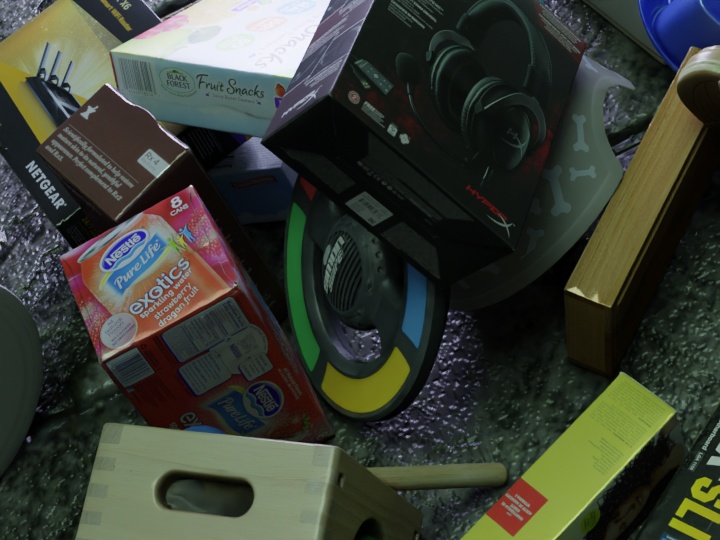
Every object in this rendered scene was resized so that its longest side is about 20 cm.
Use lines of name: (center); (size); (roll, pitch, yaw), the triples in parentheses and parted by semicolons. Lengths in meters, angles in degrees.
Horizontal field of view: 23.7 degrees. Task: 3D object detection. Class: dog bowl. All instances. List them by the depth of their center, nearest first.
dog bowl: (0.095, -0.071, 1.160); (0.200, 0.059, 0.201); (-39, 27, 24)

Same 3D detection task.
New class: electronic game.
electronic game: (0.000, 0.000, 1.141); (0.041, 0.201, 0.201); (-3, 44, -29)

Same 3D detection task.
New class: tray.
tray: (0.193, -0.038, 1.131); (0.037, 0.099, 0.201); (23, 67, 20)

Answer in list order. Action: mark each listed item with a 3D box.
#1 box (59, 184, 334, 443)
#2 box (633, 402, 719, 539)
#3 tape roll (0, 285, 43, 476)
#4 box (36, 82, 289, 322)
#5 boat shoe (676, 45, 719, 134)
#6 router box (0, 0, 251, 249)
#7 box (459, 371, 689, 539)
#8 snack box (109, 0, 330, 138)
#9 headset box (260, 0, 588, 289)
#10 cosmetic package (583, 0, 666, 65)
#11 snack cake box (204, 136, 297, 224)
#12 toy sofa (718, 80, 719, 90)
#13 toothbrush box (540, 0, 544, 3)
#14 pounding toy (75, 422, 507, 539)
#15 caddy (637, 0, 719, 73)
box: (-0.103, 0.052, 1.120); (0.099, 0.200, 0.096); (-28, 53, 0)
box: (0.255, 0.160, 1.004); (0.159, 0.049, 0.200); (24, 68, 35)
tape roll: (-0.341, 0.073, 1.198); (0.139, 0.203, 0.203); (27, 69, 33)
box: (-0.130, -0.027, 1.185); (0.075, 0.200, 0.100); (-43, 53, -11)
boat shoe: (0.288, -0.111, 1.103); (0.073, 0.199, 0.063); (-15, 63, 59)
router box: (-0.197, -0.121, 1.287); (0.157, 0.052, 0.200); (-38, 52, -7)
box: (0.115, 0.159, 1.042); (0.200, 0.075, 0.050); (-44, 53, -11)
snack box: (-0.049, -0.142, 1.161); (0.199, 0.053, 0.142); (13, 36, 35)
headset box: (0.046, -0.116, 1.045); (0.077, 0.149, 0.201); (-28, 30, 48)
cosmetic package: (0.198, -0.256, 1.300); (0.103, 0.073, 0.200); (-37, 51, -6)
snack cake box: (-0.133, -0.094, 1.319); (0.198, 0.067, 0.116); (-5, 57, 18)
toy sofa: (0.283, -0.051, 1.043); (0.082, 0.200, 0.098); (-23, 56, 5)
toothbrush box: (0.056, -0.265, 1.260); (0.085, 0.146, 0.202); (-12, 77, 45)
pounding toy: (-0.037, 0.156, 1.051); (0.198, 0.184, 0.143); (3, 70, 23)
caddy: (0.291, -0.189, 1.175); (0.198, 0.105, 0.143); (7, 73, -6)
